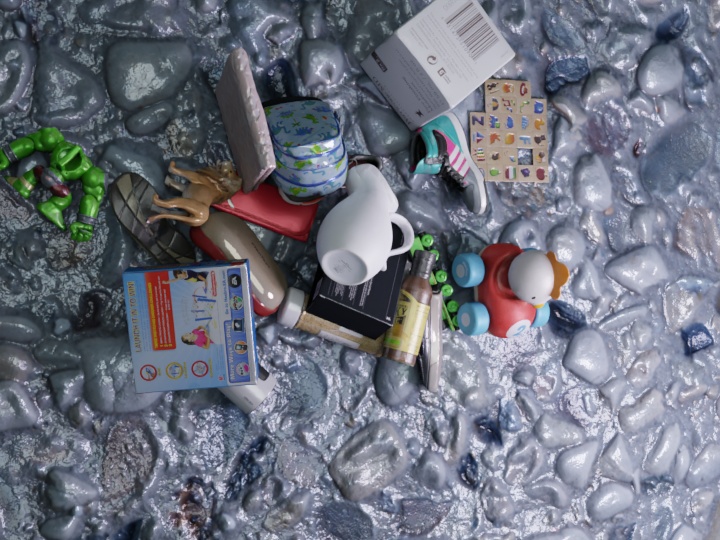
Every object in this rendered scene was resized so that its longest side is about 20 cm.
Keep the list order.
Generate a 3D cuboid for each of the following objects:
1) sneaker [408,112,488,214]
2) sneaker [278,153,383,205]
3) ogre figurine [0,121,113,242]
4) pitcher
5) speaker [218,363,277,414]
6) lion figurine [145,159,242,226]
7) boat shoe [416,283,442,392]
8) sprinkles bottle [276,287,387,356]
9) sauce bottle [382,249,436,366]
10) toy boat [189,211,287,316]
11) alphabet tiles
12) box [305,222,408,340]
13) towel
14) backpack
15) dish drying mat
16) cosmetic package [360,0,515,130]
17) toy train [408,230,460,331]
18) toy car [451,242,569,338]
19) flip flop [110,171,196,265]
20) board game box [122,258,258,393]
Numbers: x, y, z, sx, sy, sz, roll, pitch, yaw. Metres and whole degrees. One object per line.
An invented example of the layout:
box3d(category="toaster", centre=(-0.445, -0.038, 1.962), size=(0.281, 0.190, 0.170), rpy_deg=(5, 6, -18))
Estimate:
box3d(category="sneaker", centre=(0.153, -0.186, 1.629), size=(0.120, 0.084, 0.201), rpy_deg=(-20, 85, -22))
box3d(category="sneaker", centre=(-0.050, -0.175, 1.566), size=(0.199, 0.082, 0.077), rpy_deg=(-18, 85, -19))
box3d(category="ogre figurine", centre=(-0.490, -0.150, 1.425), size=(0.200, 0.098, 0.120), rpy_deg=(40, 82, 12))
box3d(category="pitcher", centre=(0.016, -0.057, 1.473), size=(0.171, 0.121, 0.200), rpy_deg=(42, 42, -20))
box3d(category="speaker", centre=(-0.240, 0.150, 1.494), size=(0.200, 0.081, 0.081), rpy_deg=(44, 76, -9))
box3d(category="lion figurine", centre=(-0.272, -0.118, 1.449), size=(0.122, 0.073, 0.201), rpy_deg=(22, 42, -9))
box3d(category="boat shoe", centre=(0.102, 0.122, 1.613), size=(0.092, 0.075, 0.201), rpy_deg=(2, 97, 11))
box3d(category="sprinkles bottle", centre=(-0.046, 0.093, 1.562), size=(0.199, 0.068, 0.069), rpy_deg=(20, 81, -15))
box3d(category="sauce bottle", centre=(0.089, 0.064, 1.540), size=(0.064, 0.065, 0.201), rpy_deg=(16, 83, -15))
box3d(category="toy boat", centre=(-0.225, 0.002, 1.500), size=(0.130, 0.131, 0.200), rpy_deg=(-34, 97, 13))
box3d(category="alphabet tiles", centre=(0.290, -0.273, 1.718), size=(0.166, 0.008, 0.201), rpy_deg=(0, 86, -17))
box3d(category="box", centre=(0.000, 0.000, 1.542), size=(0.141, 0.079, 0.201), rpy_deg=(22, 58, -12))
box3d(category="towel", centre=(-0.192, -0.242, 1.466), size=(0.032, 0.191, 0.201), rpy_deg=(-15, 86, -19))
box3d(category="backpack", centre=(-0.097, -0.211, 1.486), size=(0.162, 0.154, 0.201), rpy_deg=(-7, 58, -15))
box3d(category="dish drying mat", centre=(-0.176, -0.119, 1.561), size=(0.199, 0.018, 0.077), rpy_deg=(21, 80, -14))
box3d(category="cosmetic package", centre=(0.133, -0.379, 1.576), size=(0.165, 0.200, 0.165), rpy_deg=(-41, 98, -16))
box3d(category="toy train", centre=(0.136, 0.025, 1.636), size=(0.056, 0.042, 0.201), rpy_deg=(-21, 95, -3))
box3d(category="toy car", centre=(0.299, 0.032, 1.582), size=(0.183, 0.200, 0.178), rpy_deg=(-4, 88, -31))
box3d(category="flip flop", centre=(-0.354, -0.074, 1.490), size=(0.081, 0.057, 0.200), rpy_deg=(-44, 114, -19))
box3d(category="board game box", centre=(-0.269, 0.088, 1.411), size=(0.195, 0.056, 0.201), rpy_deg=(-4, 101, -2))
